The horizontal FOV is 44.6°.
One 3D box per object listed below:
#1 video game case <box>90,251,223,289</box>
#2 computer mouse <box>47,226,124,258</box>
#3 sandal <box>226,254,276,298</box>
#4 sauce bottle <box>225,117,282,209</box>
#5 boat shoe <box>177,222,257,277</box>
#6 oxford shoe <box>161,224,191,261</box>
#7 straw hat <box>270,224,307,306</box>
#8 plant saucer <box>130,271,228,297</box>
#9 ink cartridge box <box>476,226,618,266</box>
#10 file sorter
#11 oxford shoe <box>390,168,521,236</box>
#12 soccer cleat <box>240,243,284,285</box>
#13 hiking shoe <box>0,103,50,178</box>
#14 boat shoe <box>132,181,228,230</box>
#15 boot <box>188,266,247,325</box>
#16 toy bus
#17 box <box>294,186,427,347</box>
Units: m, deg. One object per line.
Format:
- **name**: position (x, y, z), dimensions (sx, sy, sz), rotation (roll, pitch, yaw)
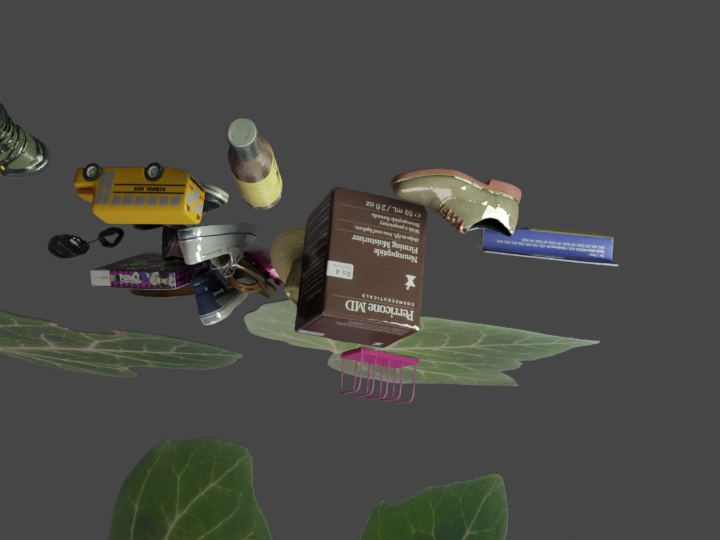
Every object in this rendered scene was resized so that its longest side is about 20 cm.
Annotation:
- **video game case**: position (-0.381, -0.002, 1.666), dimensions (0.177, 0.037, 0.200), rotation (1, -169, 18)
- **computer mouse**: position (-0.527, -0.062, 1.689), dimensions (0.196, 0.035, 0.059), rotation (-10, 142, 28)
- **sandal**: position (-0.214, 0.015, 1.626), dimensions (0.080, 0.054, 0.200), rotation (34, 169, 26)
- **sauce bottle**: position (-0.146, -0.145, 1.199), dimensions (0.063, 0.066, 0.200), rotation (5, 165, 2)
- **boat shoe**: position (-0.233, -0.032, 1.479), dimensions (0.073, 0.088, 0.201), rotation (-6, -178, 21)
- **oxford shoe**: position (-0.313, -0.055, 1.566), dimensions (0.082, 0.075, 0.200), rotation (5, 176, -8)
- **straw hat**: position (-0.087, 0.022, 1.549), dimensions (0.197, 0.086, 0.204), rotation (15, 134, 16)
- **plant saucer**: position (-0.365, 0.016, 1.767), dimensions (0.195, 0.036, 0.200), rotation (-3, -169, 1)
- **ink cartridge box**: position (0.278, -0.043, 1.337), dimensions (0.193, 0.048, 0.200), rotation (6, -177, 4)
- **file sorter**: position (0.052, 0.316, 2.598), dimensions (0.196, 0.129, 0.138), rotation (13, 163, -25)
- **oxford shoe**: position (0.137, -0.095, 1.253), dimensions (0.195, 0.077, 0.071), rotation (8, 164, -8)
- **soccer cleat**: position (-0.135, -0.009, 1.676), dimensions (0.198, 0.087, 0.070), rotation (33, 170, -7)
- **hiking shoe**: position (-0.494, -0.181, 1.174), dimensions (0.099, 0.078, 0.198), rotation (-4, 161, 40)
- **boat shoe**: position (-0.293, -0.100, 1.411), dimensions (0.196, 0.064, 0.074), rotation (-6, 159, 30)
- **boot**: position (-0.266, 0.028, 1.642), dimensions (0.071, 0.092, 0.200), rotation (-18, -169, 6)
- **toy bus**: position (-0.339, -0.115, 1.339), dimensions (0.195, 0.080, 0.065), rotation (1, 164, 15)
- **box**: position (0.000, 0.000, 1.400), dimensions (0.162, 0.205, 0.164), rotation (10, 163, -18)
